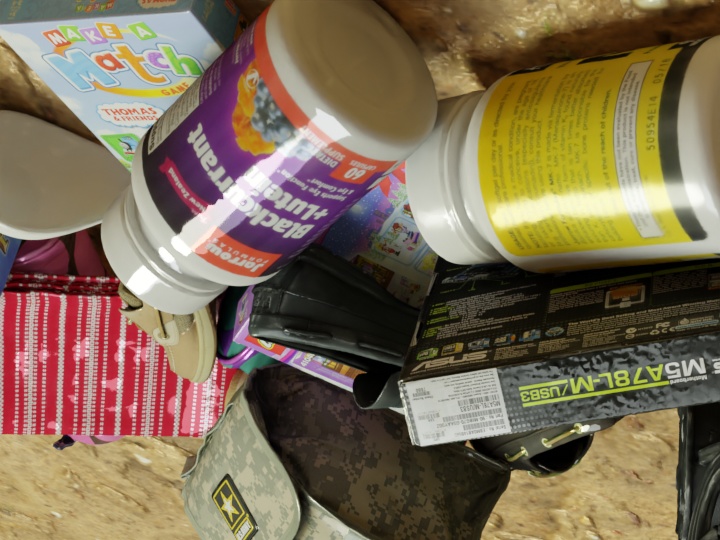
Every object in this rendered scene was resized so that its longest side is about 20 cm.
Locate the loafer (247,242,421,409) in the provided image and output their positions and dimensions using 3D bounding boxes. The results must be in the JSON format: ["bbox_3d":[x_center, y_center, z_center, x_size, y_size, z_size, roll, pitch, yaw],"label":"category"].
[{"bbox_3d":[0.020,0.054,1.264,0.200,0.071,0.068,29,162,-21],"label":"loafer"}]

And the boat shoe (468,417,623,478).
[{"bbox_3d":[0.122,0.106,1.393,0.071,0.061,0.201,-20,164,-18],"label":"boat shoe"}]

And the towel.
[{"bbox_3d":[-0.183,0.065,1.491,0.198,0.023,0.145,2,128,-12],"label":"towel"}]

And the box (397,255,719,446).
[{"bbox_3d":[0.130,0.023,1.154,0.198,0.193,0.048,-10,108,13],"label":"box"}]

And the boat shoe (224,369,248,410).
[{"bbox_3d":[-0.023,0.143,1.539,0.069,0.074,0.200,-5,141,34],"label":"boat shoe"}]

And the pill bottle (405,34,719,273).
[{"bbox_3d":[0.128,-0.058,1.125,0.199,0.115,0.114,-6,146,40],"label":"pill bottle"}]

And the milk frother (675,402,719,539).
[{"bbox_3d":[0.289,0.136,1.280,0.186,0.201,0.181,2,143,7],"label":"milk frother"}]

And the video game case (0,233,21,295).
[{"bbox_3d":[-0.296,-0.033,1.354,0.045,0.201,0.181,-1,149,31],"label":"video game case"}]

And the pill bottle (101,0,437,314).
[{"bbox_3d":[-0.059,-0.061,1.174,0.111,0.112,0.200,30,130,-24],"label":"pill bottle"}]

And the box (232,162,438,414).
[{"bbox_3d":[0.025,-0.003,1.296,0.136,0.039,0.200,24,130,-17],"label":"box"}]

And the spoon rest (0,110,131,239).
[{"bbox_3d":[-0.180,-0.051,1.391,0.199,0.100,0.061,17,137,-33],"label":"spoon rest"}]

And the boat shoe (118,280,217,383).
[{"bbox_3d":[-0.127,0.008,1.383,0.064,0.072,0.201,-1,145,-3],"label":"boat shoe"}]

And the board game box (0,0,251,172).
[{"bbox_3d":[-0.108,-0.106,1.276,0.150,0.037,0.200,1,148,33],"label":"board game box"}]

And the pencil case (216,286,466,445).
[{"bbox_3d":[-0.003,0.058,1.455,0.199,0.086,0.092,23,177,-25],"label":"pencil case"}]

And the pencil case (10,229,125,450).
[{"bbox_3d":[-0.219,0.038,1.536,0.093,0.091,0.201,23,143,39],"label":"pencil case"}]

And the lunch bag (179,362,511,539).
[{"bbox_3d":[-0.023,0.162,1.429,0.199,0.118,0.164,29,143,-3],"label":"lunch bag"}]
